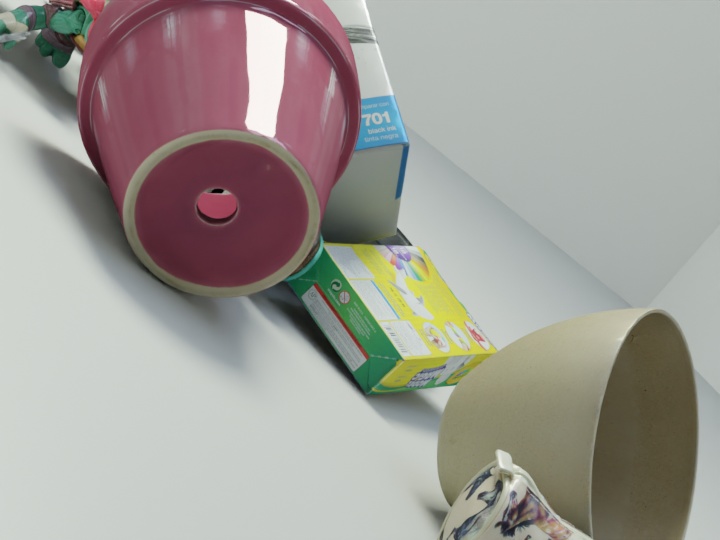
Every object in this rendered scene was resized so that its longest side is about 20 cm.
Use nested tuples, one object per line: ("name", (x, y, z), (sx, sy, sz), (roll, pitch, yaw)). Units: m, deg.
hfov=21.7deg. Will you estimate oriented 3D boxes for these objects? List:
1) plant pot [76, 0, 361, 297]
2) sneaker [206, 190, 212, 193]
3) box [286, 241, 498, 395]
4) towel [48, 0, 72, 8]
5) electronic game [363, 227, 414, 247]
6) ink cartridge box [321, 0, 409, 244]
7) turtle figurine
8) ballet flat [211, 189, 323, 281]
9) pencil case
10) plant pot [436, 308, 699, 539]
("plant pot", (-0.094, -0.083, 1.261), (0.200, 0.200, 0.179), (37, 25, -26))
("sneaker", (-0.126, -0.127, 1.500), (0.073, 0.201, 0.112), (12, -23, -5))
("box", (0.033, 0.035, 1.475), (0.118, 0.048, 0.200), (54, 24, 18))
("towel", (-0.189, -0.231, 1.803), (0.199, 0.023, 0.144), (17, 4, -27))
("electronic game", (0.000, 0.000, 1.591), (0.200, 0.042, 0.200), (38, 25, -21))
("ink cartridge box", (-0.030, -0.139, 1.495), (0.147, 0.085, 0.201), (98, -20, -62))
("turtle figurine", (-0.208, -0.171, 1.476), (0.150, 0.101, 0.200), (42, 1, -10))
("ballet flat", (-0.085, -0.043, 1.447), (0.068, 0.068, 0.200), (48, -4, -19))
("pencil case", (0.134, 0.196, 1.112), (0.200, 0.090, 0.078), (39, 9, -6))
("plant pot", (0.129, 0.121, 1.250), (0.134, 0.202, 0.200), (4, -11, 29))
